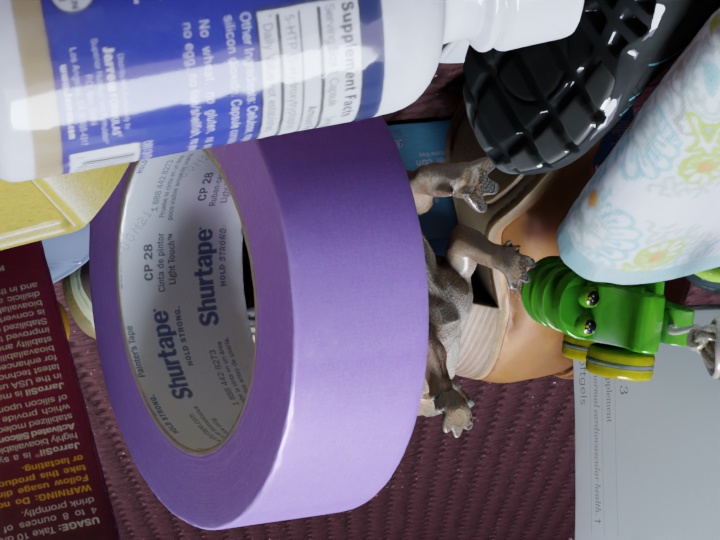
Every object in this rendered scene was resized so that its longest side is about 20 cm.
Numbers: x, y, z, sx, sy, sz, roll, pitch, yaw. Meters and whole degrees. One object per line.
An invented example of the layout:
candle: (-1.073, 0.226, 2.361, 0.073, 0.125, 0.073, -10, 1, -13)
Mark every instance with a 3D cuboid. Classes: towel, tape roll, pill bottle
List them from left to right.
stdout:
tape roll: (-0.047, 0.007, 1.227, 0.065, 0.201, 0.200, -6, 166, -29)
pill bottle: (-0.034, -0.104, 0.944, 0.199, 0.120, 0.120, -11, 167, -9)
towel: (0.191, -0.069, 1.175, 0.199, 0.048, 0.171, -15, 154, -27)

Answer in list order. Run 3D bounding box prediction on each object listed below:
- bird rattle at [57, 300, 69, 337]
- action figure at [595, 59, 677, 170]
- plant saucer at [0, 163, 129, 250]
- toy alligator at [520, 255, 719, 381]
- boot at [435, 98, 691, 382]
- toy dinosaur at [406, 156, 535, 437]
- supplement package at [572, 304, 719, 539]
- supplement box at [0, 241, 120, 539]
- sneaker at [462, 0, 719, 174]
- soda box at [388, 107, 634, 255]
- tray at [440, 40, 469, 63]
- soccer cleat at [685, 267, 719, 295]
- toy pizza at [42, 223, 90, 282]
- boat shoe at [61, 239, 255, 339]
bird rattle: (-0.229, 0.052, 1.418, 0.199, 0.113, 0.163, 9, 146, -28)
action figure: (0.156, -0.077, 1.268, 0.099, 0.066, 0.200, -31, 160, 30)
plant saucer: (-0.193, -0.037, 1.140, 0.199, 0.049, 0.200, -14, 167, 4)
toy alligator: (0.108, 0.017, 1.252, 0.054, 0.060, 0.200, 6, -174, -12)
boot: (0.109, -0.027, 1.380, 0.154, 0.074, 0.200, 7, 132, -33)
toy dinosaur: (0.000, 0.000, 1.289, 0.086, 0.201, 0.135, -37, -158, -34)
supplement package: (0.205, 0.072, 1.321, 0.117, 0.118, 0.199, 2, 176, -40)
supplement box: (-0.168, 0.094, 1.267, 0.103, 0.201, 0.131, -12, 138, -10)
sneaker: (0.115, -0.104, 1.137, 0.079, 0.076, 0.200, -12, 157, -40)
soda box: (0.046, -0.037, 1.444, 0.199, 0.065, 0.068, -5, 165, -27)
tray: (0.137, -0.127, 1.236, 0.199, 0.022, 0.107, -9, 168, -18)
soccer cleat: (0.232, -0.015, 1.316, 0.199, 0.068, 0.081, -16, 142, -21)
toy pizza: (-0.220, -0.009, 1.371, 0.199, 0.032, 0.200, -13, 167, -3)
boat shoe: (-0.055, 0.000, 1.479, 0.199, 0.074, 0.065, -10, 166, -38)
